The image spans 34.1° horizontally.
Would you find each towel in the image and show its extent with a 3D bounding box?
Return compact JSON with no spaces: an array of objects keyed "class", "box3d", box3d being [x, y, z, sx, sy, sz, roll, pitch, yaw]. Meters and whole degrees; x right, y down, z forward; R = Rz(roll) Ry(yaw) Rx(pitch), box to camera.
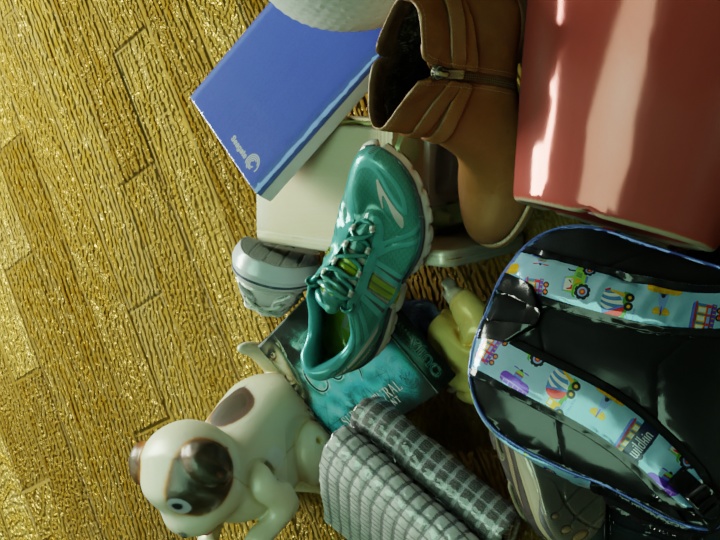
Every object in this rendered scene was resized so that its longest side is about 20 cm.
[{"class":"towel","box3d":[0.052,0.207,1.005,0.165,0.086,0.201,37,158,19]}]

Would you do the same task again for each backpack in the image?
[{"class":"backpack","box3d":[0.183,0.071,0.813,0.198,0.135,0.184,21,83,21]}]

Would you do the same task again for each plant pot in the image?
[{"class":"plant pot","box3d":[0.191,-0.116,0.787,0.199,0.200,0.180,17,94,34]}]

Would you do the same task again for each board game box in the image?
[{"class":"board game box","box3d":[-0.010,0.079,1.046,0.136,0.028,0.200,49,147,2]}]

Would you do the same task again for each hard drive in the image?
[{"class":"hard drive","box3d":[-0.043,-0.173,0.955,0.200,0.025,0.132,-47,55,14]}]

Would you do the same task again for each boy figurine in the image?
[{"class":"boy figurine","box3d":[0.093,0.061,0.996,0.198,0.064,0.126,14,132,33]}]

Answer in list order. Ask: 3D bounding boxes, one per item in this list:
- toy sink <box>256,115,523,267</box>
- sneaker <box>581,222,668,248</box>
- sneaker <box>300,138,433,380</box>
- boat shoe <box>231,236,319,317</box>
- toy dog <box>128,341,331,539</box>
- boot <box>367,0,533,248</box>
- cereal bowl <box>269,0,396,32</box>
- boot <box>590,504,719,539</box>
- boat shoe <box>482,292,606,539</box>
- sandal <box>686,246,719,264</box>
[{"class":"toy sink","box3d":[0.027,-0.076,0.988,0.198,0.130,0.114,9,104,37]},{"class":"sneaker","box3d":[0.170,-0.091,0.925,0.199,0.078,0.091,32,98,25]},{"class":"sneaker","box3d":[0.000,0.000,0.891,0.077,0.079,0.202,28,123,26]},{"class":"boat shoe","box3d":[-0.074,0.011,1.047,0.073,0.200,0.068,22,98,7]},{"class":"toy dog","box3d":[-0.116,0.177,1.100,0.138,0.199,0.197,5,102,36]},{"class":"boot","box3d":[0.069,-0.103,0.833,0.076,0.154,0.202,27,117,34]},{"class":"cereal bowl","box3d":[0.014,-0.250,0.867,0.198,0.084,0.202,-13,52,18]},{"class":"boot","box3d":[0.256,0.157,0.887,0.167,0.076,0.203,6,105,38]},{"class":"boat shoe","box3d":[0.125,0.113,0.902,0.073,0.074,0.203,-24,76,62]},{"class":"sandal","box3d":[0.278,-0.002,0.869,0.200,0.045,0.076,-42,67,50]}]
